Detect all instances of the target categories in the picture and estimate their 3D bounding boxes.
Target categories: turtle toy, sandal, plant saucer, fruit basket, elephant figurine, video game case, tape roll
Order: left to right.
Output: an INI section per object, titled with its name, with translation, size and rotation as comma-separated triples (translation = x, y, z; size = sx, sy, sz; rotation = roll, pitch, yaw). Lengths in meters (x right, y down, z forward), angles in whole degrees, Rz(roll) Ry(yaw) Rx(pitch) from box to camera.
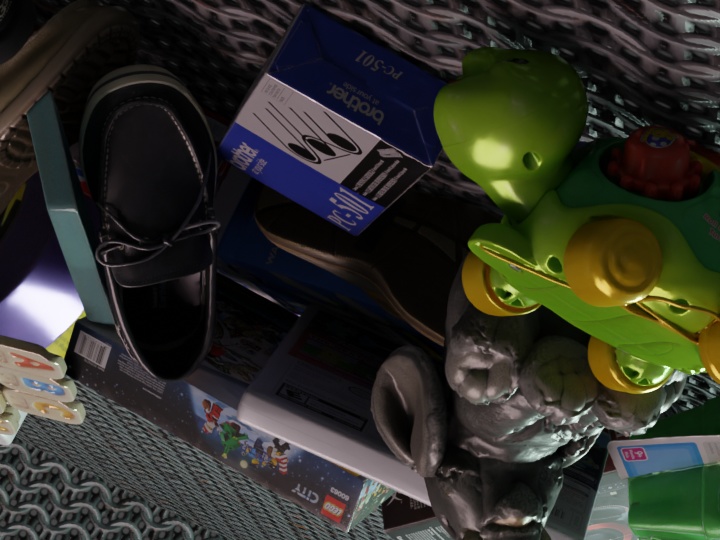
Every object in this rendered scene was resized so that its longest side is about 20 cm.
[tape roll]
translation = -0.248, -0.034, 1.648
size = 0.199, 0.201, 0.066
rotation = 19, 166, 32
[plant saucer]
translation = -0.158, -0.028, 1.458
size = 0.019, 0.070, 0.200
rotation = -13, 162, -5
[sandal]
translation = 0.027, -0.003, 1.489
size = 0.200, 0.080, 0.054
rotation = 26, 156, 32
[video game case]
translation = 0.041, 0.089, 1.506
size = 0.199, 0.023, 0.182
rotation = 23, -162, 4
[elephant figurine]
translation = 0.069, 0.081, 1.364
size = 0.141, 0.155, 0.200
rotation = 32, 134, 4
[turtle toy]
translation = 0.113, -0.021, 1.195
size = 0.200, 0.101, 0.146
rotation = 32, 166, -19
[fruit basket]
translation = 0.257, 0.137, 1.525
size = 0.199, 0.094, 0.185
rotation = 1, 154, 21

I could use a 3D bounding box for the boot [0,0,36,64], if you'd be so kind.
[boot]
translation = -0.265, -0.191, 1.346
size = 0.200, 0.077, 0.168
rotation = 28, 164, 22

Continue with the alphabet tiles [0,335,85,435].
[alphabet tiles]
translation = -0.261, 0.051, 1.566
size = 0.195, 0.015, 0.200
rotation = 13, 159, 8

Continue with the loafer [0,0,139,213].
[loafer]
translation = -0.203, -0.082, 1.456
size = 0.068, 0.200, 0.076
rotation = 52, -164, 20

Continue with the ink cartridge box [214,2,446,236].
[ink cartridge box]
translation = -0.014, -0.073, 1.376
size = 0.094, 0.044, 0.200
rotation = 29, 167, -4

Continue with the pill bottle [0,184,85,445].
[pill bottle]
translation = -0.228, 0.006, 1.769
size = 0.114, 0.201, 0.114
rotation = 25, 167, 6

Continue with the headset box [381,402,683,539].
[headset box]
translation = 0.129, 0.132, 1.675
size = 0.199, 0.075, 0.149
rotation = -17, 150, 19

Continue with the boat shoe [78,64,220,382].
[boat shoe]
translation = -0.109, -0.022, 1.444
size = 0.062, 0.074, 0.201
rotation = -111, 15, -49

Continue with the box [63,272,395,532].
[box]
translation = -0.057, 0.070, 1.573
size = 0.199, 0.038, 0.136
rotation = 28, -154, 17

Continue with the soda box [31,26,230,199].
[soda box]
translation = -0.173, -0.092, 1.545
size = 0.199, 0.064, 0.070
rotation = 27, 165, 1

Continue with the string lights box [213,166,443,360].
[string lights box]
translation = 0.000, 0.000, 1.604
size = 0.199, 0.059, 0.103
rotation = 17, 167, 36
